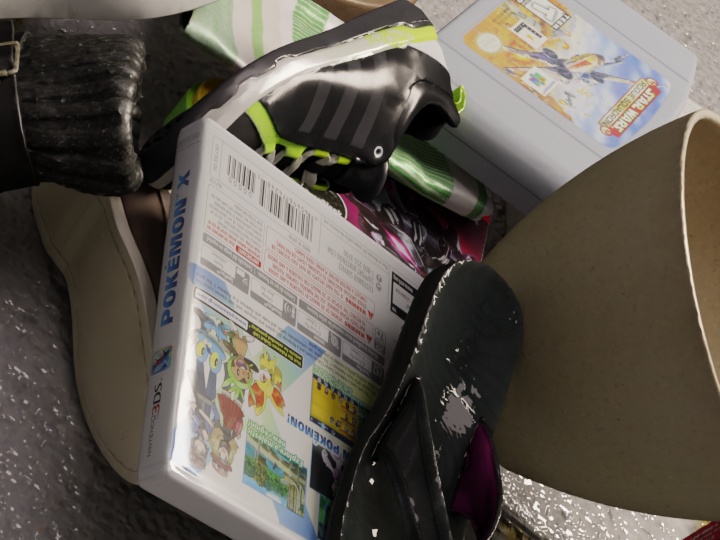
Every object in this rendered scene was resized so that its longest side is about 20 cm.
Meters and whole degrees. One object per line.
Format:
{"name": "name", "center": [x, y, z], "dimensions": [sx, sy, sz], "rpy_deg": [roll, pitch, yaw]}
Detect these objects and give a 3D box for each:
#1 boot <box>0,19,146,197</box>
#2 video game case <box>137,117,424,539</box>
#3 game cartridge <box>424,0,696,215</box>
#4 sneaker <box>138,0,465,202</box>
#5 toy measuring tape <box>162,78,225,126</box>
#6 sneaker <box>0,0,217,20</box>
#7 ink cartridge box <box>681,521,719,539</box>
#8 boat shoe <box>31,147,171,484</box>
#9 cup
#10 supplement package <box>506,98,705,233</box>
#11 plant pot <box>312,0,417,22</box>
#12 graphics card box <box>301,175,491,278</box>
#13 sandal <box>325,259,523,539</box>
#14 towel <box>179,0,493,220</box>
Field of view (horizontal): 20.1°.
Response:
{"name": "boot", "center": [-0.173, -0.043, 0.868], "dimensions": [0.156, 0.080, 0.212], "rpy_deg": [9, 42, -5]}
{"name": "video game case", "center": [-0.018, 0.054, 0.924], "dimensions": [0.200, 0.022, 0.184], "rpy_deg": [36, 44, -39]}
{"name": "game cartridge", "center": [0.112, -0.105, 1.144], "dimensions": [0.133, 0.042, 0.200], "rpy_deg": [33, 40, 11]}
{"name": "sneaker", "center": [-0.017, -0.070, 0.996], "dimensions": [0.199, 0.072, 0.083], "rpy_deg": [-29, 91, -38]}
{"name": "toy measuring tape", "center": [-0.065, -0.086, 1.091], "dimensions": [0.073, 0.074, 0.201], "rpy_deg": [35, 31, -15]}
{"name": "sneaker", "center": [-0.139, -0.173, 1.011], "dimensions": [0.198, 0.085, 0.073], "rpy_deg": [-6, 29, -19]}
{"name": "ink cartridge box", "center": [0.214, 0.201, 1.019], "dimensions": [0.083, 0.145, 0.201], "rpy_deg": [43, 34, -14]}
{"name": "boat shoe", "center": [-0.102, 0.013, 0.948], "dimensions": [0.059, 0.072, 0.201], "rpy_deg": [10, 42, -36]}
{"name": "cup", "center": [0.130, 0.035, 1.007], "dimensions": [0.200, 0.142, 0.202], "rpy_deg": [41, 41, -51]}
{"name": "supplement package", "center": [0.164, -0.007, 1.205], "dimensions": [0.117, 0.117, 0.201], "rpy_deg": [30, 37, -22]}
{"name": "plant pot", "center": [-0.022, -0.256, 1.282], "dimensions": [0.200, 0.093, 0.202], "rpy_deg": [27, 39, -24]}
{"name": "graphics card box", "center": [0.000, 0.000, 1.084], "dimensions": [0.125, 0.051, 0.201], "rpy_deg": [36, 37, -15]}
{"name": "sandal", "center": [0.034, 0.084, 0.894], "dimensions": [0.075, 0.048, 0.202], "rpy_deg": [31, 62, -32]}
{"name": "towel", "center": [-0.014, -0.110, 1.116], "dimensions": [0.199, 0.023, 0.153], "rpy_deg": [33, 22, -21]}
